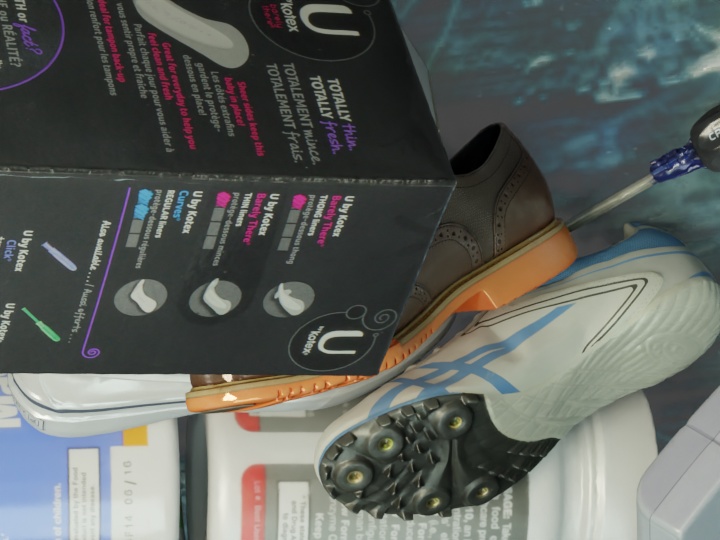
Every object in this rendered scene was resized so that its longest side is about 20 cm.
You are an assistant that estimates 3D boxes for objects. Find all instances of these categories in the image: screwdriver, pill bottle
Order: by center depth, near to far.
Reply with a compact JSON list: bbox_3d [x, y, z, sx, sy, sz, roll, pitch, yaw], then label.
[{"bbox_3d":[0.111,-0.036,1.167,0.200,0.028,0.029,-25,105,22],"label":"screwdriver"},{"bbox_3d":[-0.181,0.087,1.178,0.200,0.112,0.112,-1,136,-9],"label":"pill bottle"},{"bbox_3d":[0.026,0.096,1.221,0.200,0.114,0.114,0,136,-10],"label":"pill bottle"}]

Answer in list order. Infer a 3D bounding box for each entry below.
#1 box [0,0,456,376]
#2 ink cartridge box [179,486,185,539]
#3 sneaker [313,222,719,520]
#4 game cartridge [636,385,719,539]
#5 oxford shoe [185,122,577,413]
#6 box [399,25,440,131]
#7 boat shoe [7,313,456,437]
[{"bbox_3d":[-0.084,-0.039,0.983,0.200,0.122,0.106,2,136,-20],"label":"box"},{"bbox_3d":[-0.146,0.187,1.224,0.145,0.200,0.084,-3,137,-7],"label":"ink cartridge box"},{"bbox_3d":[0.063,0.042,1.160,0.200,0.072,0.072,-27,133,-20],"label":"sneaker"},{"bbox_3d":[0.195,0.079,1.217,0.200,0.040,0.133,-38,147,-26],"label":"game cartridge"},{"bbox_3d":[0.000,0.000,1.094,0.071,0.200,0.073,-12,102,49],"label":"oxford shoe"},{"bbox_3d":[-0.081,-0.099,1.052,0.156,0.041,0.200,-23,136,14],"label":"box"},{"bbox_3d":[-0.047,0.021,1.132,0.200,0.074,0.067,-17,150,-18],"label":"boat shoe"}]
